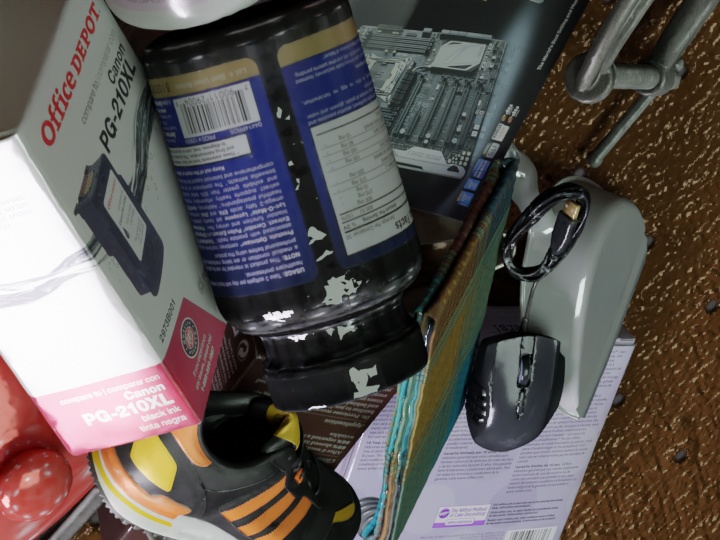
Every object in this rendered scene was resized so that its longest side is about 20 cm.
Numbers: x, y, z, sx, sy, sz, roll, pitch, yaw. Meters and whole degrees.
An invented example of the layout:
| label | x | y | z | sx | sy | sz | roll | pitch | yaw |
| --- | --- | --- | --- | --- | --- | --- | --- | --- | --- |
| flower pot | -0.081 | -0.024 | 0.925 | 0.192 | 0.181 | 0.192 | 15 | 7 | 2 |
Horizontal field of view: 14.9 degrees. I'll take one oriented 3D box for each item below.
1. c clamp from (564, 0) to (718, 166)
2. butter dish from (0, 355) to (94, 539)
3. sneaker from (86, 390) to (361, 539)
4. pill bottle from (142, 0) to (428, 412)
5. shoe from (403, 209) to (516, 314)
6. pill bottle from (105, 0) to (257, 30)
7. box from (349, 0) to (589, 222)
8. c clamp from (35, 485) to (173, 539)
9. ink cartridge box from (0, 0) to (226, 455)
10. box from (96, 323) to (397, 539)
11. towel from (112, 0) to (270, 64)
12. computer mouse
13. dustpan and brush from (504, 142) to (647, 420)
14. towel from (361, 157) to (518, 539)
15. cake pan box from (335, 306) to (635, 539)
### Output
| label | x | y | z | sx | sy | sz | roll | pitch | yaw |
| --- | --- | --- | --- | --- | --- | --- | --- | --- | --- |
| c clamp | 0.166 | -0.129 | 1.575 | 0.171 | 0.027 | 0.200 | -53 | 164 | 11 |
| butter dish | -0.201 | 0.079 | 1.491 | 0.199 | 0.148 | 0.200 | -43 | 134 | 4 |
| sneaker | -0.051 | 0.109 | 1.490 | 0.090 | 0.070 | 0.200 | -38 | 144 | 28 |
| pill bottle | -0.033 | -0.035 | 1.413 | 0.112 | 0.112 | 0.201 | -20 | 100 | -19 |
| shoe | 0.000 | 0.000 | 1.616 | 0.199 | 0.053 | 0.070 | -16 | 118 | -24 |
| pill bottle | -0.106 | -0.228 | 1.342 | 0.112 | 0.112 | 0.200 | -28 | 123 | -11 |
| box | 0.036 | -0.135 | 1.506 | 0.157 | 0.050 | 0.200 | 14 | 113 | -38 |
| c clamp | -0.136 | 0.186 | 1.575 | 0.027 | 0.171 | 0.200 | -13 | 160 | -44 |
| ink cartridge box | -0.146 | -0.031 | 1.396 | 0.084 | 0.145 | 0.200 | -15 | 127 | 21 |
| box | -0.068 | 0.091 | 1.589 | 0.100 | 0.075 | 0.200 | 11 | 133 | -30 |
| towel | -0.038 | -0.137 | 1.514 | 0.191 | 0.032 | 0.200 | 32 | 102 | -42 |
| computer mouse | 0.101 | 0.034 | 1.600 | 0.058 | 0.034 | 0.200 | 0 | 130 | -12 |
| dustpan and brush | 0.120 | -0.016 | 1.648 | 0.200 | 0.057 | 0.140 | 72 | 37 | -58 |
| towel | 0.044 | 0.049 | 1.562 | 0.147 | 0.022 | 0.200 | -61 | 166 | -45 |
| cake pan box | 0.065 | 0.110 | 1.747 | 0.199 | 0.052 | 0.185 | -1 | 124 | -31 |
